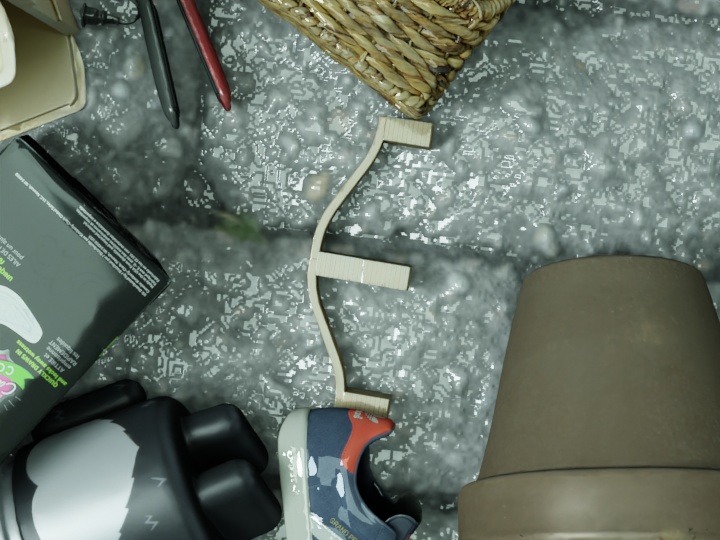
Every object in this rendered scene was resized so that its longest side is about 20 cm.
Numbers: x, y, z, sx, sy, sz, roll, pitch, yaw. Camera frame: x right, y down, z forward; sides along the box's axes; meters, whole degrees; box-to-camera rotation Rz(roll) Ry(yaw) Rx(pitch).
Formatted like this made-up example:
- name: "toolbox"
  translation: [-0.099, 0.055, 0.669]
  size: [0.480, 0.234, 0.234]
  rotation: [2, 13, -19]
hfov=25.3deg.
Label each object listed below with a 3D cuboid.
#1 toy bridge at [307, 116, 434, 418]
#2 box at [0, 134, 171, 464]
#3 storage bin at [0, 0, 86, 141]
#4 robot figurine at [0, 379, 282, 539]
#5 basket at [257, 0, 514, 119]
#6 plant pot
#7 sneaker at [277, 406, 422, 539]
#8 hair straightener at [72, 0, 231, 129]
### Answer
- name: "toy bridge"
  translation: [0.000, 0.000, 1.036]
  size: [0.067, 0.027, 0.202]
  rotation: [10, 94, 2]
- name: "box"
  translation: [-0.227, 0.032, 0.964]
  size: [0.124, 0.149, 0.200]
  rotation: [44, 86, -11]
- name: "storage bin"
  translation: [-0.273, -0.115, 0.946]
  size: [0.197, 0.200, 0.094]
  rotation: [-21, 91, 2]
- name: "robot figurine"
  translation: [-0.153, 0.152, 0.996]
  size: [0.198, 0.150, 0.126]
  rotation: [-20, 104, 4]
- name: "basket"
  translation: [0.002, -0.207, 0.965]
  size: [0.200, 0.143, 0.149]
  rotation: [38, 94, -2]
- name: "plant pot"
  translation: [0.158, 0.087, 0.973]
  size: [0.198, 0.200, 0.176]
  rotation: [1, 77, 1]
- name: "sneaker"
  translation: [-0.001, 0.185, 1.017]
  size: [0.084, 0.075, 0.202]
  rotation: [-4, 100, 7]
- name: "hair straightener"
  translation: [-0.150, -0.184, 1.017]
  size: [0.076, 0.041, 0.202]
  rotation: [-21, 93, -3]
